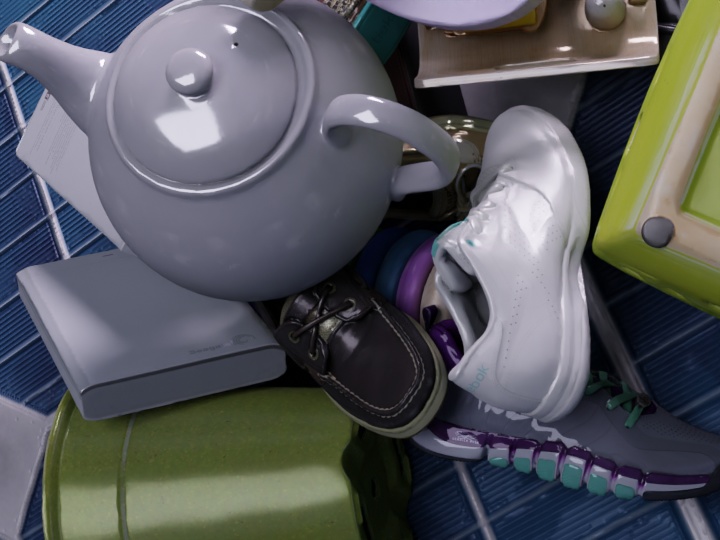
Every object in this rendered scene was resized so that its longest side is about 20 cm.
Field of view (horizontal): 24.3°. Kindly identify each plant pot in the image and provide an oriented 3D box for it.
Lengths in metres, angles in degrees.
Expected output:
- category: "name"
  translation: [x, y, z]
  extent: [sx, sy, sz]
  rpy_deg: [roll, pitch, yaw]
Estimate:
- category: "plant pot"
  translation: [-0.071, 0.149, 1.063]
  extent: [0.188, 0.200, 0.202]
  rpy_deg: [-8, 77, 19]
- category: "plant pot"
  translation: [0.234, -0.058, 0.860]
  extent: [0.197, 0.181, 0.202]
  rpy_deg: [24, 97, 12]

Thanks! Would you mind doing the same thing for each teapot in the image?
- category: "teapot"
  translation: [-0.070, -0.084, 0.942]
  extent: [0.199, 0.146, 0.199]
  rpy_deg: [-29, 69, 1]

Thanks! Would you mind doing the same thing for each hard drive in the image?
- category: "hard drive"
  translation: [-0.143, 0.033, 1.106]
  extent: [0.200, 0.131, 0.027]
  rpy_deg: [-137, 39, -59]

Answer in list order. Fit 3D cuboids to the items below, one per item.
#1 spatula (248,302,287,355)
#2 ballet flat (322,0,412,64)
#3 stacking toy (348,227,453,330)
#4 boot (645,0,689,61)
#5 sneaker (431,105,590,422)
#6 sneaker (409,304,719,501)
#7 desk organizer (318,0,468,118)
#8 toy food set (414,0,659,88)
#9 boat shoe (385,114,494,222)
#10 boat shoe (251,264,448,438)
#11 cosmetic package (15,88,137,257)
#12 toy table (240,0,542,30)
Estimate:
- category: "spatula"
  translation: [-0.030, 0.055, 1.134]
  extent: [0.198, 0.020, 0.057]
  rpy_deg: [10, 99, 31]
- category: "ballet flat"
  translation: [0.035, -0.212, 1.046]
  extent: [0.200, 0.068, 0.075]
  rpy_deg: [-50, 44, 5]
- category: "stacking toy"
  translation: [0.000, 0.000, 1.095]
  extent: [0.199, 0.085, 0.086]
  rpy_deg: [17, 90, 38]
- category: "boot"
  translation: [0.173, -0.210, 1.016]
  extent: [0.209, 0.079, 0.159]
  rpy_deg: [17, 97, 23]
- category: "sneaker"
  translation: [0.078, -0.017, 0.943]
  extent: [0.075, 0.088, 0.202]
  rpy_deg: [-49, 35, 48]
- category: "sneaker"
  translation: [0.123, 0.075, 0.972]
  extent: [0.198, 0.074, 0.089]
  rpy_deg: [8, 106, 14]
- category: "desk organizer"
  translation: [0.004, -0.169, 1.125]
  extent: [0.077, 0.071, 0.202]
  rpy_deg: [-24, 69, 29]
- category: "toy food set"
  translation: [0.092, -0.209, 0.963]
  extent: [0.142, 0.060, 0.202]
  rpy_deg: [-5, 87, 13]
- category: "boat shoe"
  translation: [0.026, -0.055, 1.046]
  extent: [0.198, 0.074, 0.064]
  rpy_deg: [7, 53, -2]
- category: "boat shoe"
  translation: [-0.023, 0.030, 1.004]
  extent: [0.073, 0.065, 0.200]
  rpy_deg: [-54, 43, 3]
- category: "cosmetic package"
  translation: [-0.143, -0.066, 1.143]
  extent: [0.200, 0.112, 0.082]
  rpy_deg: [39, 104, 53]
- category: "toy table"
  translation: [0.009, -0.217, 0.914]
  extent: [0.199, 0.117, 0.185]
  rpy_deg: [27, 101, 23]
